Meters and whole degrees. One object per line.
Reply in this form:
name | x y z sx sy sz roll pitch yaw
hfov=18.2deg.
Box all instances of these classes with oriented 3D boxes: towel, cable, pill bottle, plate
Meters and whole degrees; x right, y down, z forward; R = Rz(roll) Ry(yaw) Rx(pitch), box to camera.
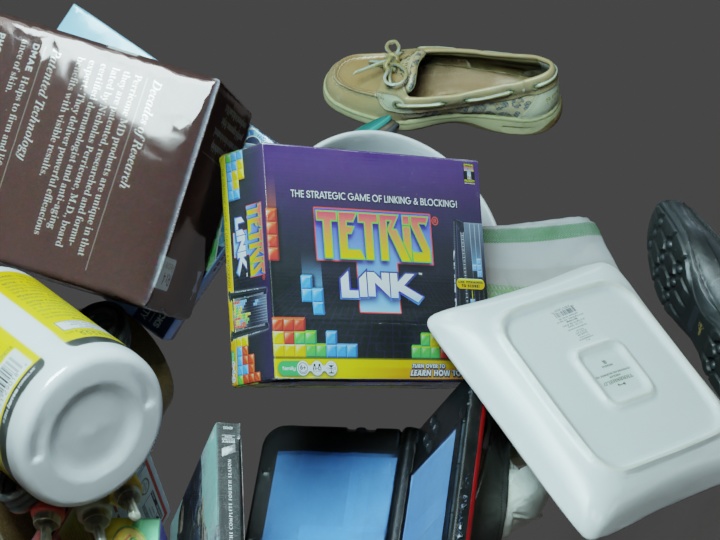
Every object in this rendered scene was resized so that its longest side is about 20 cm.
towel | 0.159 0.041 1.673 0.149 0.031 0.200 -7 52 -30
cable | -0.195 0.108 1.534 0.097 0.050 0.200 -16 39 9
pill bottle | -0.226 0.063 1.469 0.111 0.111 0.200 -38 43 -20
plate | 0.173 0.080 1.601 0.199 0.032 0.200 -16 61 -41

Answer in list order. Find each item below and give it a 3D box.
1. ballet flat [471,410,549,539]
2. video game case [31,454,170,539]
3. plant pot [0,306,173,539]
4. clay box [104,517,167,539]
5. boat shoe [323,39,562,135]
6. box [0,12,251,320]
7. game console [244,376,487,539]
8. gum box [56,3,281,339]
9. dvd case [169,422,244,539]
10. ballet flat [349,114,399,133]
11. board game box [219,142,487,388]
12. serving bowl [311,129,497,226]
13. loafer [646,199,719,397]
ballet flat | 0.106 0.137 1.626 0.068 0.068 0.200 11 57 3
video game case | -0.196 0.209 1.560 0.017 0.143 0.200 16 57 20
plant pot | -0.239 0.113 1.631 0.186 0.187 0.200 33 53 27
clay box | -0.154 0.278 1.507 0.047 0.115 0.200 0 66 1
boat shoe | 0.066 -0.158 1.850 0.200 0.063 0.073 3 54 9
box | -0.203 -0.074 1.582 0.200 0.166 0.165 17 87 6
game console | -0.002 0.177 1.578 0.118 0.172 0.200 17 57 -13
gum box | -0.178 -0.073 1.686 0.200 0.045 0.170 35 91 5
dvd case | -0.106 0.225 1.541 0.022 0.146 0.200 7 53 -16
ballet flat | -0.029 -0.062 1.782 0.073 0.073 0.200 30 36 25
board game box | 0.000 0.000 1.596 0.200 0.057 0.166 2 81 -38
serving bowl | 0.010 -0.002 1.707 0.200 0.066 0.200 11 65 -25
loafer | 0.275 0.026 1.693 0.070 0.068 0.201 -6 48 -22
